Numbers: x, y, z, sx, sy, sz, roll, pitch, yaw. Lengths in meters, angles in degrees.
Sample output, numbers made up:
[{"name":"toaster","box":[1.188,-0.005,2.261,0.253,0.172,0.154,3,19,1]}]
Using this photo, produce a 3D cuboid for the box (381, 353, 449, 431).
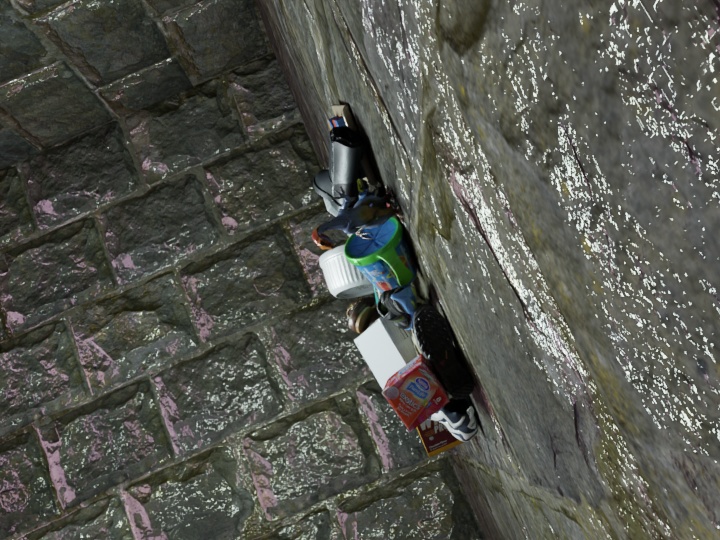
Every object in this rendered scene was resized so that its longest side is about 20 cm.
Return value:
[{"name":"box","box":[0.114,0.242,1.360,0.096,0.099,0.200,53,-177,5]}]

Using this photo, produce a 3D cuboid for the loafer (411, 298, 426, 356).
[{"name":"loafer","box":[0.149,0.154,1.486,0.068,0.075,0.201,54,-168,-71]}]

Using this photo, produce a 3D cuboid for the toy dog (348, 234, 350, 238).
[{"name":"toy dog","box":[0.022,-0.105,1.980,0.200,0.096,0.132,50,179,30]}]

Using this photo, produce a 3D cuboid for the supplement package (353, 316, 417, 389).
[{"name":"supplement package","box":[0.093,0.185,1.616,0.156,0.110,0.200,59,155,8]}]

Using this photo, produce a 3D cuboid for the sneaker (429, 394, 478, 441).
[{"name":"sneaker","box":[0.185,0.298,1.545,0.199,0.079,0.130,36,148,33]}]

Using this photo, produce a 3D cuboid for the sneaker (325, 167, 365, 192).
[{"name":"sneaker","box":[-0.015,-0.209,1.793,0.200,0.076,0.075,47,-165,0]}]

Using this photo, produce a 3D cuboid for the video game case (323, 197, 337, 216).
[{"name":"video game case","box":[-0.023,-0.159,1.824,0.199,0.023,0.182,33,-160,-28]}]

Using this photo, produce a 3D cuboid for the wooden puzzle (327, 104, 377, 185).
[{"name":"wooden puzzle","box":[-0.026,-0.287,1.543,0.200,0.046,0.186,-119,6,-73]}]

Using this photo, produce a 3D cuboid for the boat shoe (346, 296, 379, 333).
[{"name":"boat shoe","box":[-0.001,0.111,1.727,0.200,0.070,0.071,-24,-51,-72]}]

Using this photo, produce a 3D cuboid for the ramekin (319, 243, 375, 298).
[{"name":"ramekin","box":[0.000,0.000,1.707,0.200,0.198,0.106,75,-178,-77]}]

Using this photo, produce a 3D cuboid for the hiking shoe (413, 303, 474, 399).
[{"name":"hiking shoe","box":[0.157,0.164,1.357,0.101,0.075,0.201,126,120,-84]}]

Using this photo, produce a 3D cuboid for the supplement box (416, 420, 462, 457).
[{"name":"supplement box","box":[0.184,0.335,1.766,0.200,0.132,0.198,-116,4,-63]}]

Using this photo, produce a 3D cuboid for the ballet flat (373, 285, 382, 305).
[{"name":"ballet flat","box":[0.067,0.057,1.594,0.200,0.069,0.070,78,168,-74]}]

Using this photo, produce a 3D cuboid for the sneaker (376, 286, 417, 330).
[{"name":"sneaker","box":[0.077,0.075,1.408,0.200,0.082,0.071,70,-155,-72]}]

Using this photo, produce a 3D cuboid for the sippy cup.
[{"name":"sippy cup","box":[0.053,-0.024,1.433,0.131,0.139,0.179,56,-151,-32]}]

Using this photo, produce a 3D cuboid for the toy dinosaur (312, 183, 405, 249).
[{"name":"toy dinosaur","box":[-0.007,-0.089,1.322,0.200,0.180,0.106,71,175,-75]}]

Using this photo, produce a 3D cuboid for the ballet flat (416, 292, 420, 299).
[{"name":"ballet flat","box":[0.146,0.142,1.668,0.070,0.069,0.201,-116,7,-54]}]

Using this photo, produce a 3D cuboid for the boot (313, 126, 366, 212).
[{"name":"boot","box":[-0.046,-0.234,1.461,0.200,0.076,0.170,-128,36,-54]}]

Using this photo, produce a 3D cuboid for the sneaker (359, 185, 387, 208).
[{"name":"sneaker","box":[0.014,-0.142,1.528,0.200,0.089,0.079,-130,16,-79]}]
